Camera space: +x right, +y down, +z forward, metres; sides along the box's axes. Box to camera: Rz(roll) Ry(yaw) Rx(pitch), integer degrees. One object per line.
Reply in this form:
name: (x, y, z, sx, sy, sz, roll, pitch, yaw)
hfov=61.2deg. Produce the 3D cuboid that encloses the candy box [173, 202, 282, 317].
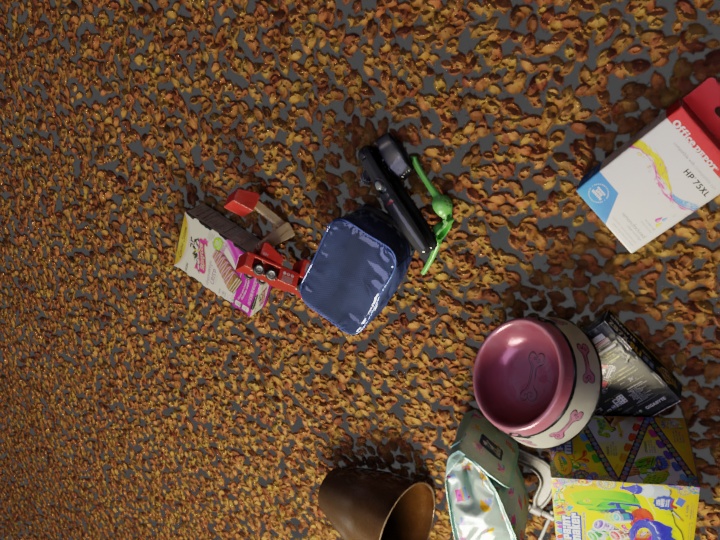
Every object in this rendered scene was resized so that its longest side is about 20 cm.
candy box: (-0.263, -0.021, 1.193, 0.199, 0.061, 0.137, 32, 124, 13)

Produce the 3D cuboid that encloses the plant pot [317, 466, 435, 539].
plant pot: (0.016, 0.475, 1.212, 0.199, 0.186, 0.189, 13, 119, 39)

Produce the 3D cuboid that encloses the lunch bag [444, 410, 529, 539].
lunch bag: (0.206, 0.354, 1.020, 0.121, 0.170, 0.202, -16, 96, 23)

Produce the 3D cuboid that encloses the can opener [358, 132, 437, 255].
can opener: (0.059, -0.114, 0.955, 0.078, 0.063, 0.202, -31, 81, 46)

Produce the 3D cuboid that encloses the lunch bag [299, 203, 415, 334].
lunch bag: (0.000, 0.000, 1.015, 0.135, 0.132, 0.201, 35, 119, 11)

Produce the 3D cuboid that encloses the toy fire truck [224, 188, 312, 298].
toy fire truck: (-0.160, -0.046, 1.101, 0.199, 0.142, 0.049, 24, 157, -27)

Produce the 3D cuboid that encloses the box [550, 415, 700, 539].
box: (0.390, 0.333, 0.920, 0.191, 0.122, 0.202, -3, 124, 20)

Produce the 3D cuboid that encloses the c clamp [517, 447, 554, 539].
c clamp: (0.270, 0.390, 1.108, 0.199, 0.027, 0.172, 27, 121, 17)

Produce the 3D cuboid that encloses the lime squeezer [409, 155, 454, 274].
lime squeezer: (0.116, -0.081, 0.973, 0.070, 0.038, 0.202, 4, 114, 27)

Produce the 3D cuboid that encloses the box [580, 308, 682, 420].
box: (0.363, 0.179, 0.949, 0.160, 0.049, 0.200, 46, 127, 5)

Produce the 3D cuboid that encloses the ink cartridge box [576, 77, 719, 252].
ink cartridge box: (0.395, -0.132, 0.778, 0.116, 0.067, 0.200, 48, 125, 2)

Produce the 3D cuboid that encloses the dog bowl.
dog bowl: (0.253, 0.160, 0.913, 0.073, 0.202, 0.200, 19, 135, -34)
